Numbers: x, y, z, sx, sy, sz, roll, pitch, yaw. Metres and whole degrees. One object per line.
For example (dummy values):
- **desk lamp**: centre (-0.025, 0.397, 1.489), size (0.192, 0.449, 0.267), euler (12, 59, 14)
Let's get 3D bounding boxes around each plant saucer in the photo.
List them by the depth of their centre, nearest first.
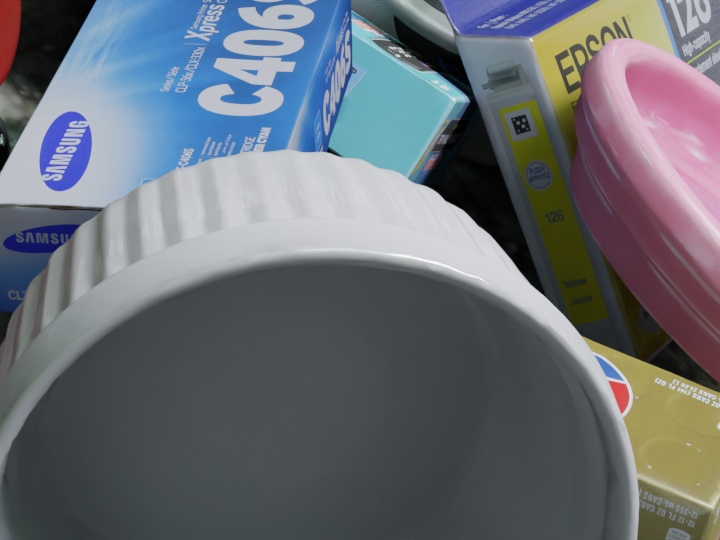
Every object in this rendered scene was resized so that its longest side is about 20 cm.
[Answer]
- **plant saucer**: centre (0.153, -0.004, 1.047), size (0.200, 0.051, 0.201), euler (37, 22, -18)

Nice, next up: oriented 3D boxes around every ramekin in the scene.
- **ramekin**: centre (-0.024, 0.059, 0.808), size (0.200, 0.201, 0.105), euler (20, 22, -18)

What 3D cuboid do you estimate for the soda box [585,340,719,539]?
- **soda box**: centre (0.032, 0.052, 0.928), size (0.199, 0.064, 0.068), euler (22, 34, 13)

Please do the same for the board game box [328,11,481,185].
- **board game box**: centre (-0.046, -0.108, 1.115), size (0.200, 0.047, 0.151), euler (33, 7, 4)

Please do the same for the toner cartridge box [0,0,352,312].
- **toner cartridge box**: centre (-0.062, -0.050, 0.944), size (0.095, 0.043, 0.200), euler (2, 29, 7)

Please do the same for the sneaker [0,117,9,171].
- **sneaker**: centre (-0.227, -0.070, 0.943), size (0.200, 0.067, 0.091), euler (8, 34, -39)

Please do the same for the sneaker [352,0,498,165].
- **sneaker**: centre (0.011, -0.132, 1.240), size (0.200, 0.073, 0.112), euler (39, 27, -3)

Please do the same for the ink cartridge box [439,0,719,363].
- **ink cartridge box**: centre (0.114, -0.078, 1.162), size (0.198, 0.047, 0.201), euler (-34, 109, -56)

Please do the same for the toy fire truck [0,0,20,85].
- **toy fire truck**: centre (-0.183, -0.023, 0.830), size (0.112, 0.169, 0.200), euler (5, 20, 29)
